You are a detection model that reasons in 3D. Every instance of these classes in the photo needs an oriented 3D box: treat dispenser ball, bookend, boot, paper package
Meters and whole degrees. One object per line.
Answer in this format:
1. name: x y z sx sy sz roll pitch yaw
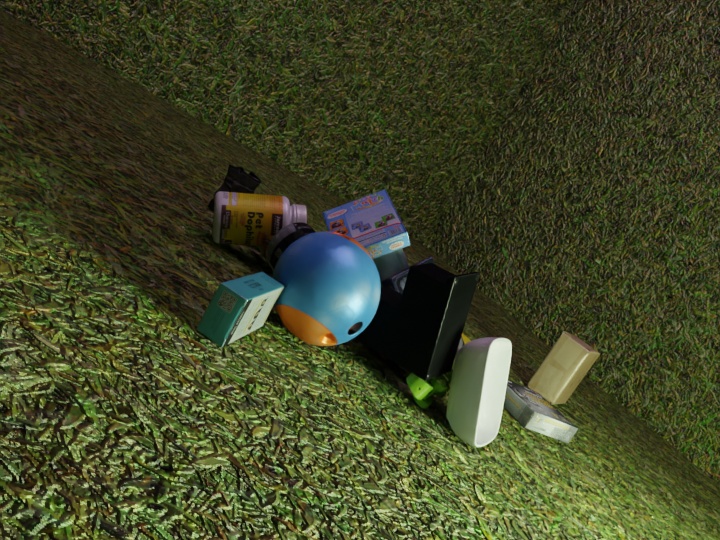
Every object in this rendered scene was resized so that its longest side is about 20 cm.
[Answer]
1. treat dispenser ball: -0.061 0.032 1.324 0.199 0.203 0.201 31 9 -6
2. bookend: 0.095 0.065 1.383 0.198 0.203 0.091 26 21 34
3. boot: -0.279 -0.169 1.827 0.198 0.133 0.070 35 9 15
4. paper package: 0.625 0.302 2.269 0.103 0.202 0.190 37 9 27

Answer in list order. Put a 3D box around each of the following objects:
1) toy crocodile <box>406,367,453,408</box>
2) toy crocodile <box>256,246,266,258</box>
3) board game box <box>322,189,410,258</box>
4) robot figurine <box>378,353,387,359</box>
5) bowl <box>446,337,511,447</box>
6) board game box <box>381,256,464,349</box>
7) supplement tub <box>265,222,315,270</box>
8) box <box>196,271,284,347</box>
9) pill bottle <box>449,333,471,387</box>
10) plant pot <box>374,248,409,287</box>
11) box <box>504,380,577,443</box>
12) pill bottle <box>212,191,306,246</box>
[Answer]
1. toy crocodile: 0.146 0.212 1.430 0.062 0.068 0.199 50 26 15
2. toy crocodile: -0.169 -0.024 1.657 0.199 0.068 0.061 36 47 23
3. board game box: 0.008 -0.088 1.529 0.201 0.148 0.037 -110 180 -56
4. robot figurine: 0.107 0.149 1.575 0.198 0.119 0.143 25 -5 -34
5. bowl: 0.223 0.224 1.405 0.073 0.205 0.199 7 -2 25
6. board game box: 0.131 0.091 1.510 0.134 0.034 0.204 -25 96 -41
7. supplement tub: -0.100 0.008 1.514 0.122 0.123 0.201 19 27 -55
8. box: -0.184 0.056 1.162 0.049 0.083 0.200 31 9 6
9. pill bottle: 0.213 0.199 1.676 0.110 0.112 0.200 23 14 -46
10. plant pot: 0.000 0.000 1.614 0.200 0.133 0.203 44 -30 33
11. box: 0.430 0.347 1.849 0.198 0.049 0.158 26 11 -38
12. pill bottle: -0.217 -0.108 1.591 0.195 0.112 0.109 3 17 -12
